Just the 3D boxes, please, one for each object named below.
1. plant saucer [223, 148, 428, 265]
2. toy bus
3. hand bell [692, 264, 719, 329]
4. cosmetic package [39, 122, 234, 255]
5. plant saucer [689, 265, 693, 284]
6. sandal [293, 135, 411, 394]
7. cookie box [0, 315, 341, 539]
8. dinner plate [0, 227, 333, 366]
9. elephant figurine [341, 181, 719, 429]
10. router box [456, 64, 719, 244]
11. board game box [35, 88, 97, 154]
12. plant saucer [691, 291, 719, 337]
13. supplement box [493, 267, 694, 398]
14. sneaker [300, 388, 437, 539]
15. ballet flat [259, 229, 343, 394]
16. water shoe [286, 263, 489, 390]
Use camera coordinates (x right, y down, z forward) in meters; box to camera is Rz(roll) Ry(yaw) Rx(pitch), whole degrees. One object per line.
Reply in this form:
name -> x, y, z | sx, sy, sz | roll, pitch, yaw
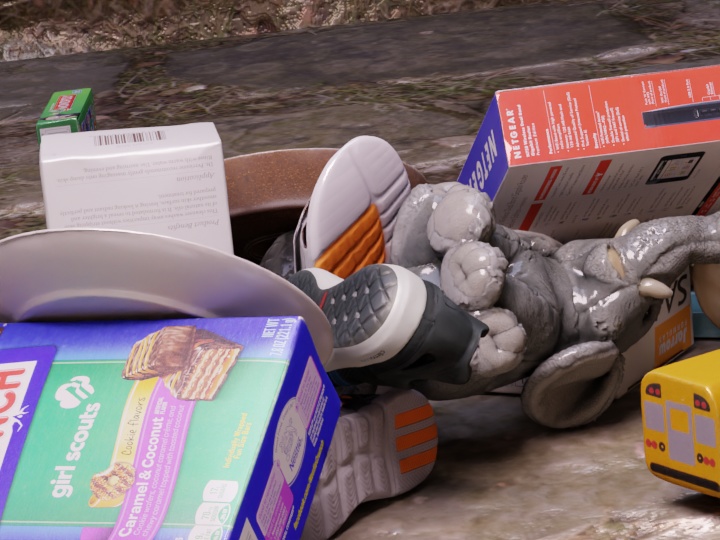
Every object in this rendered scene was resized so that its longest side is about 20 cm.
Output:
plant saucer -> -0.051, -0.029, 1.681 | 0.200, 0.035, 0.200 | -7, -19, -2
toy bus -> 0.247, 0.072, 1.372 | 0.200, 0.078, 0.065 | -14, 15, -33
hand bell -> 0.261, 0.046, 1.533 | 0.104, 0.104, 0.200 | -5, 26, 5
cosmetic package -> -0.128, 0.018, 1.513 | 0.113, 0.200, 0.081 | -5, 14, -6
plant saucer -> 0.186, -0.046, 1.842 | 0.200, 0.035, 0.200 | 29, 19, -11
sandal -> -0.006, 0.005, 1.520 | 0.079, 0.207, 0.059 | -36, 45, -26
cookie box -> -0.130, 0.107, 1.247 | 0.200, 0.075, 0.171 | -2, 45, 21
dinner plate -> -0.114, 0.033, 1.321 | 0.200, 0.024, 0.200 | 8, -26, 4
elephant figurine -> 0.115, 0.025, 1.490 | 0.200, 0.142, 0.155 | 7, -2, -33
router box -> 0.159, -0.065, 1.560 | 0.179, 0.049, 0.200 | -7, -15, -8
board game box -> -0.181, -0.011, 1.664 | 0.029, 0.200, 0.135 | -7, 12, -2
plant saucer -> 0.192, 0.029, 1.731 | 0.200, 0.019, 0.070 | -1, 13, 26
supplement box -> 0.101, 0.028, 1.648 | 0.200, 0.074, 0.126 | 2, 16, 29
sneaker -> -0.054, 0.108, 1.397 | 0.112, 0.078, 0.200 | -2, 2, 36
ballet flat -> -0.039, 0.049, 1.579 | 0.066, 0.057, 0.200 | 30, 35, -18
water shoe -> 0.002, 0.044, 1.403 | 0.079, 0.072, 0.200 | 28, -12, -18
